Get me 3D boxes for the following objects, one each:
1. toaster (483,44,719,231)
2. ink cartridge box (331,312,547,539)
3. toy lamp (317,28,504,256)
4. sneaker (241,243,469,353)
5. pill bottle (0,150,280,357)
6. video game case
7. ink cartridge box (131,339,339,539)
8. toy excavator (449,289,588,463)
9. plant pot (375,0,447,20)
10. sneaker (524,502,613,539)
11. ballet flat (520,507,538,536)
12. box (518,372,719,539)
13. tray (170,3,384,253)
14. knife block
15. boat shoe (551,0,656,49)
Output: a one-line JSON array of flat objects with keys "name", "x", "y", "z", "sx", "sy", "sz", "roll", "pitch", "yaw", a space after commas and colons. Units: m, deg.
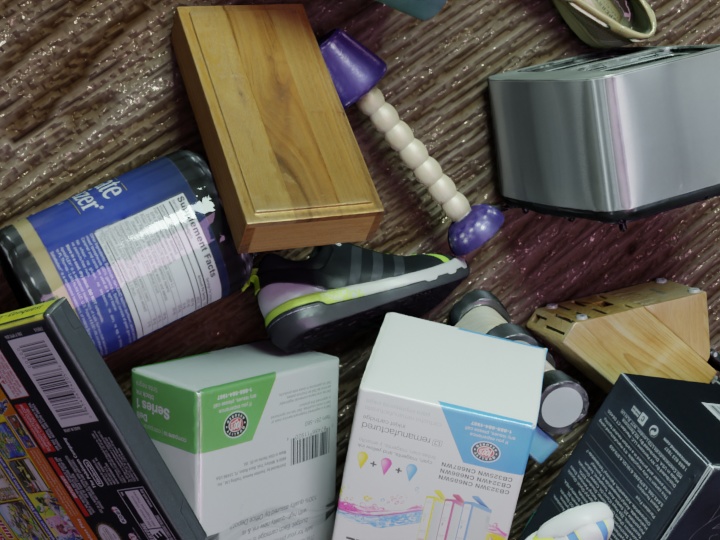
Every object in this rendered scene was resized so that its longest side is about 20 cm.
[{"name": "toaster", "x": 0.206, "y": -0.109, "z": 1.030, "sx": 0.199, "sy": 0.181, "sz": 0.119, "roll": -16, "pitch": 103, "yaw": -21}, {"name": "ink cartridge box", "x": 0.055, "y": 0.157, "z": 0.981, "sx": 0.128, "sy": 0.125, "sz": 0.201, "roll": 12, "pitch": 115, "yaw": 6}, {"name": "toy lamp", "x": 0.031, "y": -0.100, "z": 1.013, "sx": 0.058, "sy": 0.058, "sz": 0.200, "roll": -42, "pitch": 105, "yaw": -11}, {"name": "sneaker", "x": 0.000, "y": 0.000, "z": 1.018, "sx": 0.199, "sy": 0.072, "sz": 0.083, "roll": -13, "pitch": 68, "yaw": -38}, {"name": "pill bottle", "x": -0.147, "y": -0.017, "z": 0.929, "sx": 0.199, "sy": 0.112, "sz": 0.112, "roll": -27, "pitch": 109, "yaw": -17}, {"name": "video game case", "x": -0.223, "y": 0.122, "z": 0.901, "sx": 0.201, "sy": 0.180, "sz": 0.026, "roll": 63, "pitch": 34, "yaw": -20}, {"name": "ink cartridge box", "x": -0.093, "y": 0.166, "z": 0.978, "sx": 0.146, "sy": 0.084, "sz": 0.201, "roll": -9, "pitch": 105, "yaw": -47}, {"name": "toy excavator", "x": 0.098, "y": 0.148, "z": 1.090, "sx": 0.200, "sy": 0.100, "sz": 0.194, "roll": -44, "pitch": 115, "yaw": 5}, {"name": "plant pot", "x": -0.003, "y": -0.293, "z": 0.900, "sx": 0.160, "sy": 0.201, "sz": 0.202, "roll": 14, "pitch": 95, "yaw": -12}, {"name": "sneaker", "x": 0.154, "y": 0.266, "z": 0.995, "sx": 0.075, "sy": 0.105, "sz": 0.200, "roll": -9, "pitch": 142, "yaw": -36}, {"name": "ballet flat", "x": 0.158, "y": 0.303, "z": 1.150, "sx": 0.067, "sy": 0.064, "sz": 0.201, "roll": 22, "pitch": 91, "yaw": -26}, {"name": "box", "x": 0.266, "y": 0.203, "z": 1.077, "sx": 0.199, "sy": 0.124, "sz": 0.197, "roll": 10, "pitch": 117, "yaw": -36}, {"name": "tray", "x": -0.062, "y": -0.106, "z": 0.917, "sx": 0.098, "sy": 0.201, "sz": 0.037, "roll": -6, "pitch": 147, "yaw": -22}, {"name": "knife block", "x": 0.253, "y": 0.104, "z": 1.152, "sx": 0.199, "sy": 0.064, "sz": 0.176, "roll": -11, "pitch": 104, "yaw": -22}, {"name": "boat shoe", "x": 0.158, "y": -0.255, "z": 1.038, "sx": 0.073, "sy": 0.063, "sz": 0.201, "roll": -47, "pitch": 109, "yaw": -7}]
